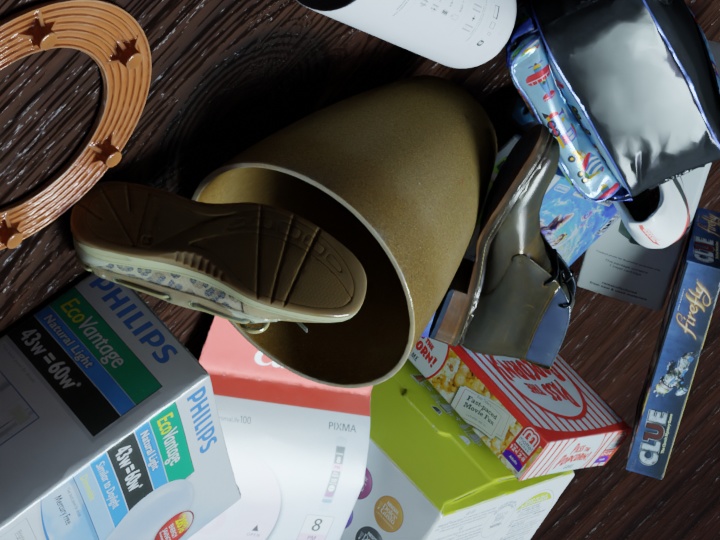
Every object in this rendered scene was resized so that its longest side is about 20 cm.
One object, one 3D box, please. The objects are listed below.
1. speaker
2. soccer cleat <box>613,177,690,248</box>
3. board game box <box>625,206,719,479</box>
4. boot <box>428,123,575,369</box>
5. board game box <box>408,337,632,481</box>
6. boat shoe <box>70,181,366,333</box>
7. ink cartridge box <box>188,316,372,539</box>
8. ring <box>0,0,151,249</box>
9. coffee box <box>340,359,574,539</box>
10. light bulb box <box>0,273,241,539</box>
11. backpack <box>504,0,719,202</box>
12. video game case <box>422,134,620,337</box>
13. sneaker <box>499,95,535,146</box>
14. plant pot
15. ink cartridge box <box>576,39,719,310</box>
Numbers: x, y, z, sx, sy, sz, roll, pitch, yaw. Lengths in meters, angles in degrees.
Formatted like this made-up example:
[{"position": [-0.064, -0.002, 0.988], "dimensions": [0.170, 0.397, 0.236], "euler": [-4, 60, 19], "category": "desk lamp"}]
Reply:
[{"position": [0.029, -0.191, 1.418], "dimensions": [0.081, 0.081, 0.200], "euler": [-52, 154, 14], "category": "speaker"}, {"position": [0.208, -0.114, 1.678], "dimensions": [0.068, 0.201, 0.085], "euler": [-20, 165, 20], "category": "soccer cleat"}, {"position": [0.275, 0.061, 1.838], "dimensions": [0.136, 0.034, 0.201], "euler": [-60, 164, -66], "category": "board game box"}, {"position": [0.128, -0.014, 1.547], "dimensions": [0.075, 0.097, 0.200], "euler": [-72, -175, -52], "category": "boot"}, {"position": [0.121, 0.089, 1.828], "dimensions": [0.151, 0.200, 0.046], "euler": [-2, 134, -56], "category": "board game box"}, {"position": [-0.093, -0.005, 1.412], "dimensions": [0.063, 0.199, 0.073], "euler": [102, 6, -59], "category": "boat shoe"}, {"position": [-0.064, 0.126, 1.658], "dimensions": [0.162, 0.057, 0.200], "euler": [9, 118, -30], "category": "ink cartridge box"}, {"position": [-0.206, -0.080, 1.301], "dimensions": [0.200, 0.019, 0.201], "euler": [-35, 152, -22], "category": "ring"}, {"position": [0.022, 0.191, 1.830], "dimensions": [0.200, 0.200, 0.198], "euler": [-9, 137, -50], "category": "coffee box"}, {"position": [-0.205, 0.136, 1.497], "dimensions": [0.200, 0.125, 0.198], "euler": [-36, 153, -16], "category": "light bulb box"}, {"position": [0.183, -0.171, 1.577], "dimensions": [0.134, 0.200, 0.183], "euler": [-26, 122, 12], "category": "backpack"}, {"position": [0.110, -0.018, 1.688], "dimensions": [0.181, 0.045, 0.200], "euler": [-43, 158, 18], "category": "video game case"}, {"position": [0.147, -0.077, 1.770], "dimensions": [0.082, 0.073, 0.200], "euler": [-45, 154, -3], "category": "sneaker"}, {"position": [0.010, -0.048, 1.516], "dimensions": [0.200, 0.186, 0.187], "euler": [-45, 160, -40], "category": "plant pot"}, {"position": [0.256, -0.088, 1.840], "dimensions": [0.200, 0.083, 0.147], "euler": [100, 9, -49], "category": "ink cartridge box"}]
